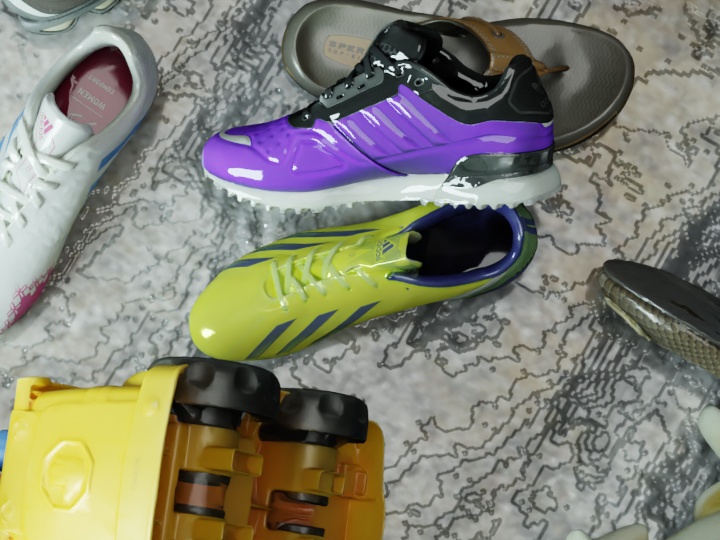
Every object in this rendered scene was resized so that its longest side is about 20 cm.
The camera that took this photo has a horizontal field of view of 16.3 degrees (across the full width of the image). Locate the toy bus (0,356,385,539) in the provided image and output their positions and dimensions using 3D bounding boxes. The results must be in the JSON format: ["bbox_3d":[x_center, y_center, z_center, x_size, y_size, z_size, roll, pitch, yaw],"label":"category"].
[{"bbox_3d":[-0.108,0.122,1.337,0.192,0.200,0.136,0,79,35],"label":"toy bus"}]

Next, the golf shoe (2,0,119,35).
[{"bbox_3d":[-0.117,-0.209,1.404,0.200,0.094,0.078,-41,83,-7],"label":"golf shoe"}]

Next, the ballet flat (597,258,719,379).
[{"bbox_3d":[0.215,0.058,1.393,0.200,0.067,0.046,30,115,0],"label":"ballet flat"}]

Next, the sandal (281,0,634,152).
[{"bbox_3d":[0.054,-0.117,1.412,0.200,0.055,0.082,13,82,1],"label":"sandal"}]

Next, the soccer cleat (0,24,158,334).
[{"bbox_3d":[-0.182,-0.052,1.383,0.070,0.086,0.200,30,83,3],"label":"soccer cleat"}]

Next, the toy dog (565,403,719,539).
[{"bbox_3d":[0.184,0.200,1.344,0.200,0.140,0.194,-44,121,-8],"label":"toy dog"}]

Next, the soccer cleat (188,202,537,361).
[{"bbox_3d":[0.000,-0.001,1.380,0.200,0.084,0.065,-16,83,-3],"label":"soccer cleat"}]

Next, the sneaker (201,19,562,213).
[{"bbox_3d":[0.009,-0.089,1.371,0.200,0.070,0.100,0,110,12],"label":"sneaker"}]
